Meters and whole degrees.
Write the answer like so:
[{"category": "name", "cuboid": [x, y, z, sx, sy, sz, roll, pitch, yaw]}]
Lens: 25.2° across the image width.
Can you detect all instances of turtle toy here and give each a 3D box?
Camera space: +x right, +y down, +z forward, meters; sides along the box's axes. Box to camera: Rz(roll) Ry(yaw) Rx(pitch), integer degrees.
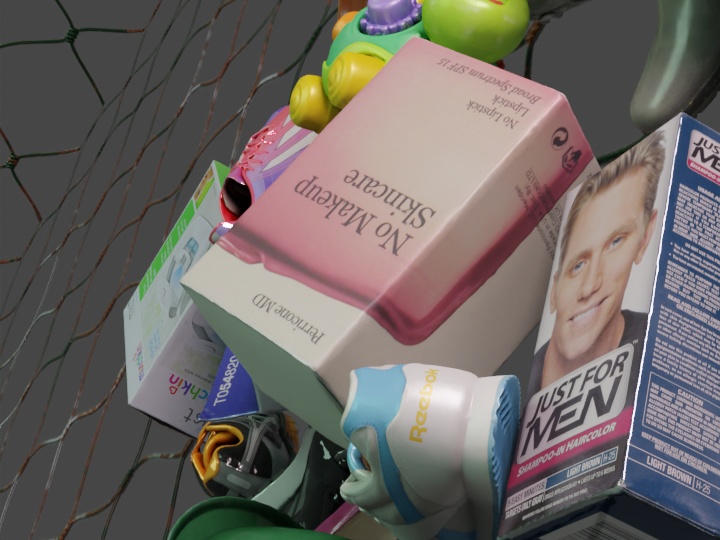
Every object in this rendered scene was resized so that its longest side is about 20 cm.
[{"category": "turtle toy", "cuboid": [0.046, -0.139, 1.069, 0.200, 0.145, 0.102, 165, 116, -68]}]

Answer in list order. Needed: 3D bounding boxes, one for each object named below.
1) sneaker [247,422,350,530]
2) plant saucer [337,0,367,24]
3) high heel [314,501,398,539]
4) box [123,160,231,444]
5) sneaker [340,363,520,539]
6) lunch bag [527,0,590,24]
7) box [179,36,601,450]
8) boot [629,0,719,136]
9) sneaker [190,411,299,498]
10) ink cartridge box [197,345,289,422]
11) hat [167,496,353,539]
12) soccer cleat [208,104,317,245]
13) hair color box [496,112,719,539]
[{"category": "sneaker", "cuboid": [-0.010, 0.153, 1.003, 0.200, 0.075, 0.088, -53, 40, 32]}, {"category": "plant saucer", "cuboid": [0.015, -0.200, 1.339, 0.200, 0.032, 0.202, 180, 90, -76]}, {"category": "high heel", "cuboid": [0.010, 0.164, 0.907, 0.200, 0.067, 0.096, -52, 6, -7]}, {"category": "box", "cuboid": [-0.126, 0.027, 1.422, 0.177, 0.096, 0.200, -56, 20, 15]}, {"category": "sneaker", "cuboid": [0.035, 0.103, 0.802, 0.200, 0.080, 0.077, 84, -162, -57]}, {"category": "lunch bag", "cuboid": [0.137, -0.251, 1.012, 0.200, 0.138, 0.169, -179, 97, -73]}, {"category": "box", "cuboid": [0.024, -0.011, 0.879, 0.200, 0.109, 0.128, -47, 44, -14]}, {"category": "boot", "cuboid": [0.157, -0.182, 0.866, 0.201, 0.130, 0.068, -65, 15, -4]}, {"category": "sneaker", "cuboid": [-0.090, 0.136, 1.201, 0.079, 0.077, 0.200, -66, 17, -3]}, {"category": "ink cartridge box", "cuboid": [0.000, 0.000, 1.009, 0.199, 0.041, 0.200, -11, 39, 24]}, {"category": "hat", "cuboid": [0.027, 0.158, 0.784, 0.176, 0.201, 0.165, -38, -7, 27]}, {"category": "soccer cleat", "cuboid": [-0.070, -0.071, 1.213, 0.067, 0.076, 0.201, -52, 23, 34]}, {"category": "hair color box", "cuboid": [0.130, 0.036, 0.758, 0.100, 0.060, 0.201, -38, 31, 53]}]
